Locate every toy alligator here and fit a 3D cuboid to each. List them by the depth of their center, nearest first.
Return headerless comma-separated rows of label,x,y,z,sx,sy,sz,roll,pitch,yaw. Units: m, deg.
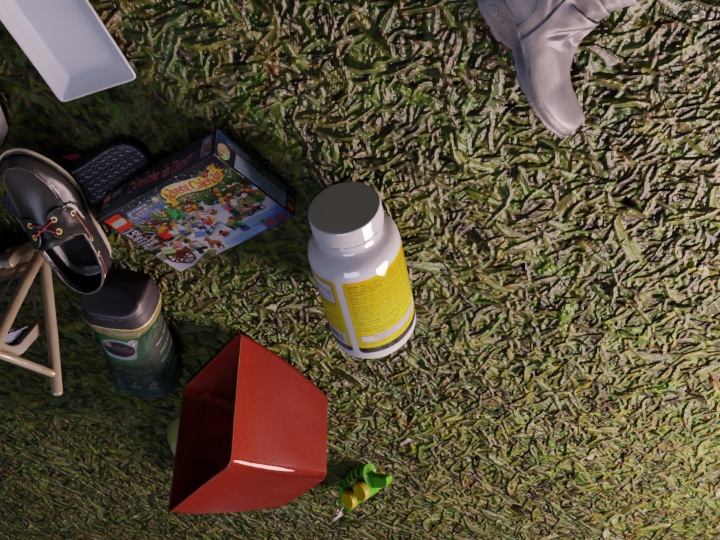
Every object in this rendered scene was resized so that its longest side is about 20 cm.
toy alligator,-0.013,0.374,1.439,0.055,0.059,0.200,57,136,13

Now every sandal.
sandal,-0.338,-0.111,1.011,0.196,0.046,0.076,-21,136,12

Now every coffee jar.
coffee jar,-0.318,0.088,1.176,0.102,0.087,0.203,7,138,10

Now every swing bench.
swing bench,-0.491,0.062,1.094,0.195,0.205,0.130,-12,154,23

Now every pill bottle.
pill bottle,0.000,0.000,0.993,0.109,0.114,0.202,-1,136,13

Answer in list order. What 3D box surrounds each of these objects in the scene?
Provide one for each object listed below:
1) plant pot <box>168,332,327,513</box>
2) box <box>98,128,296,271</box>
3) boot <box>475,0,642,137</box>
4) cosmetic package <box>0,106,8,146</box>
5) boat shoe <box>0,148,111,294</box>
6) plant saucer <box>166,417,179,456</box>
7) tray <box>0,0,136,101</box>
plant pot,-0.154,0.246,1.239,0.173,0.204,0.199,22,138,-27
box,-0.192,-0.075,0.990,0.197,0.038,0.136,-22,141,31
boot,0.196,-0.217,0.757,0.130,0.071,0.200,-22,132,25
cosmetic package,-0.517,-0.129,0.893,0.195,0.203,0.123,15,154,-4
boat shoe,-0.356,-0.055,0.989,0.072,0.064,0.203,-15,135,7
plant saucer,-0.241,0.314,1.440,0.195,0.032,0.203,6,136,6
tray,-0.317,-0.268,0.848,0.105,0.022,0.202,-9,133,22
